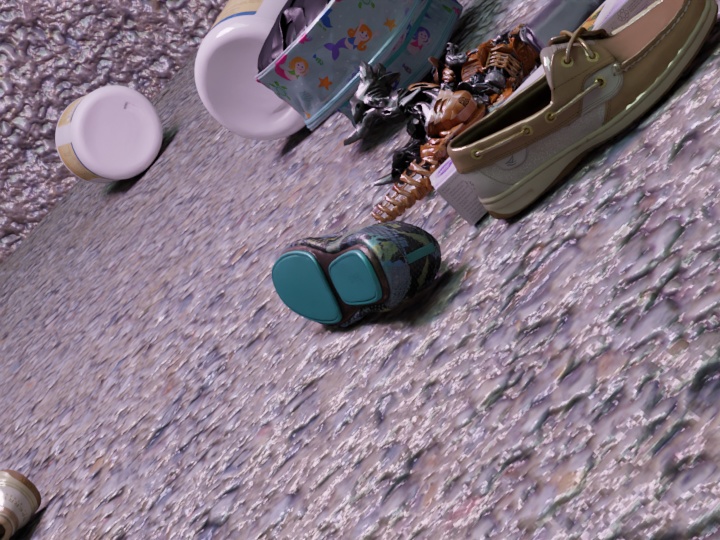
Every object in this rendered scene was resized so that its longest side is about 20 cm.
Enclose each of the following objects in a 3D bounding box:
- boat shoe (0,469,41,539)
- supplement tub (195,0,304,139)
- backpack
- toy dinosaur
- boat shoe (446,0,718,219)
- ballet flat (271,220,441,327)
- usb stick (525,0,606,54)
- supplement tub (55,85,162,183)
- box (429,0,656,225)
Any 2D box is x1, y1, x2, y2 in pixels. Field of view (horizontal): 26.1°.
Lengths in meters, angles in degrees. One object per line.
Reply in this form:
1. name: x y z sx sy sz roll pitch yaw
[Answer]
1. boat shoe: -0.383 0.254 1.462 0.200 0.073 0.063 -37 16 30
2. supplement tub: -0.093 -0.254 1.746 0.144 0.145 0.201 -36 19 32
3. backpack: -0.006 -0.224 1.469 0.177 0.151 0.200 -39 11 35
4. toy dinosaur: 0.062 -0.115 1.166 0.135 0.103 0.199 0 25 46
5. boat shoe: 0.140 -0.118 1.002 0.200 0.066 0.074 -43 17 16
6. ballet flat: 0.000 0.000 1.116 0.074 0.074 0.200 -52 19 -16
7. usb stick: 0.202 -0.226 1.130 0.200 0.033 0.056 -45 60 9
8. supplement tub: -0.405 -0.213 2.472 0.145 0.145 0.200 -51 17 -13
9. box: 0.132 -0.117 1.068 0.200 0.041 0.039 -46 15 10
